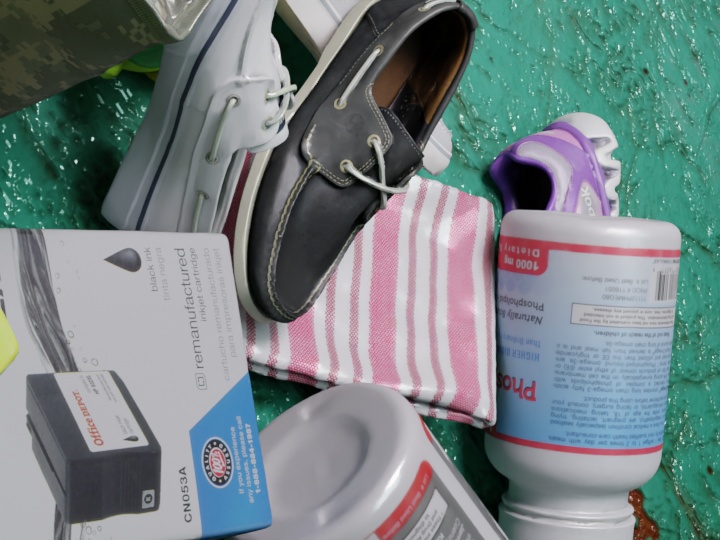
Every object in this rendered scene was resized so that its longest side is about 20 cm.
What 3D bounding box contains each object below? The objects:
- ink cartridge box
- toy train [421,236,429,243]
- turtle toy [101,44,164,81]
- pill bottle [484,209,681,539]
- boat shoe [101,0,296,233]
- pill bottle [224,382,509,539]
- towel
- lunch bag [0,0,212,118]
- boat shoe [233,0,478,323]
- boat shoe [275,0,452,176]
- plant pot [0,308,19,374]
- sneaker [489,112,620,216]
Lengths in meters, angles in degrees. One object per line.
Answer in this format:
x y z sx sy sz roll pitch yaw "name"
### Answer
-0.147 0.059 0.684 0.199 0.084 0.146 0 77 -46 "ink cartridge box"
0.009 0.043 0.895 0.046 0.034 0.200 38 52 -18 "toy train"
-0.102 -0.192 0.784 0.145 0.101 0.201 22 74 -40 "turtle toy"
0.131 0.066 0.933 0.108 0.108 0.201 1 95 -46 "pill bottle"
-0.061 -0.085 0.740 0.067 0.200 0.074 30 43 -1 "boat shoe"
0.025 0.164 0.800 0.200 0.114 0.114 55 44 -30 "pill bottle"
0.000 0.000 0.867 0.199 0.030 0.147 17 61 -29 "towel"
-0.150 -0.176 0.614 0.200 0.164 0.118 53 51 -21 "lunch bag"
-0.003 -0.061 0.806 0.072 0.067 0.201 46 65 -44 "boat shoe"
0.009 -0.134 0.896 0.068 0.072 0.200 -43 126 -1 "boat shoe"
-0.269 0.015 0.499 0.200 0.181 0.200 -43 108 -45 "plant pot"
0.137 -0.005 1.018 0.088 0.080 0.201 -7 77 -41 "sneaker"
